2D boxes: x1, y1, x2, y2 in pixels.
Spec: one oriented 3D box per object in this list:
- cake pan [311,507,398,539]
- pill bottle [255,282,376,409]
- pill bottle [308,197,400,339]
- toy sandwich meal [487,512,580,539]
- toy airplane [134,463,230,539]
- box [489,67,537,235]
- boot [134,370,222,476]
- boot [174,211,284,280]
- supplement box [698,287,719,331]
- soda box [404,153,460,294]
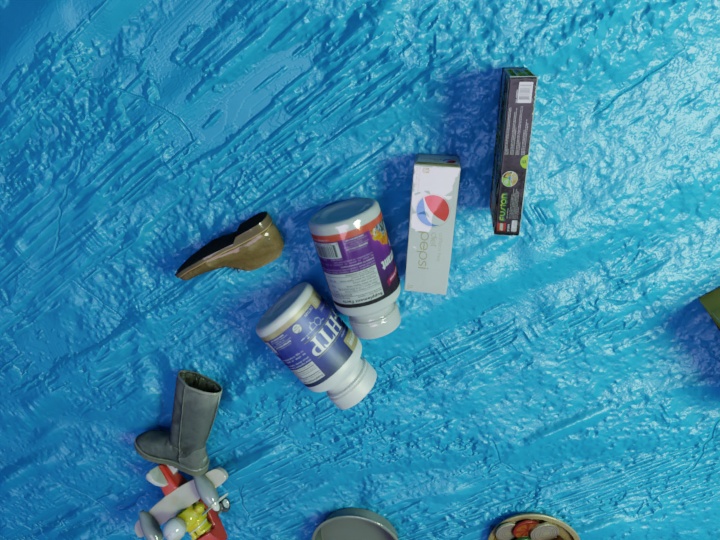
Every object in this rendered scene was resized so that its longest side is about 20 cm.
[{"bbox_3d":[-0.006,0.584,1.161,0.198,0.037,0.202,4,116,8],"label":"cake pan"},{"bbox_3d":[-0.068,0.130,0.908,0.119,0.120,0.200,-34,106,22],"label":"pill bottle"},{"bbox_3d":[0.000,0.000,0.839,0.110,0.112,0.202,-11,114,14],"label":"pill bottle"},{"bbox_3d":[0.349,0.570,1.075,0.203,0.070,0.207,4,116,8],"label":"toy sandwich meal"},{"bbox_3d":[-0.370,0.484,1.116,0.197,0.141,0.202,8,110,1],"label":"toy airplane"},{"bbox_3d":[0.202,-0.160,0.729,0.034,0.110,0.202,3,115,8],"label":"box"},{"bbox_3d":[-0.359,0.288,1.062,0.180,0.073,0.202,13,116,9],"label":"boot"},{"bbox_3d":[-0.216,-0.019,0.895,0.198,0.074,0.076,-24,119,17],"label":"boot"},{"bbox_3d":[0.641,0.094,0.762,0.197,0.133,0.200,-35,105,22],"label":"supplement box"},{"bbox_3d":[0.106,-0.068,0.815,0.067,0.064,0.202,5,116,7],"label":"soda box"}]
